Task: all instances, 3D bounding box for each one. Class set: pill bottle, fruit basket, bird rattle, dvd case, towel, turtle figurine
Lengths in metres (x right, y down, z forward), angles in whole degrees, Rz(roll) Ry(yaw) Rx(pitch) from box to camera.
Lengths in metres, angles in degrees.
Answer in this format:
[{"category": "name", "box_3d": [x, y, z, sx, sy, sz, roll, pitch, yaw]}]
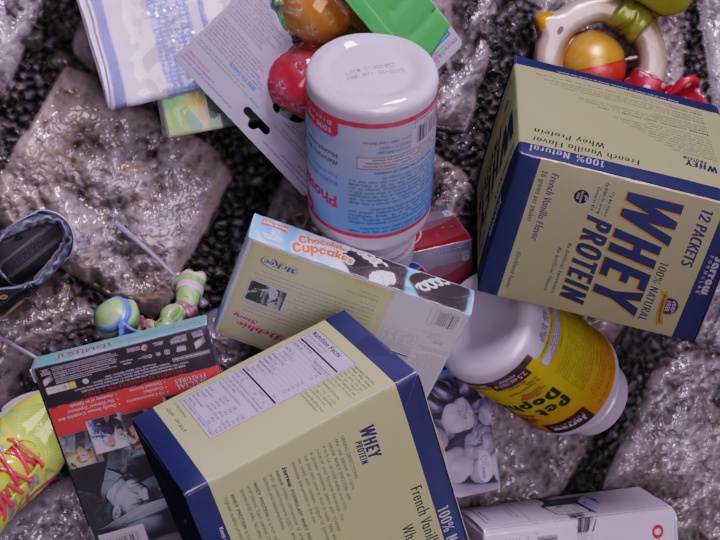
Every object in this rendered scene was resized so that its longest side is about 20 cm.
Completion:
[{"category": "pill bottle", "box_3d": [0.166, 0.084, 1.344, 0.200, 0.109, 0.110, 33, 87, -42]}, {"category": "fruit basket", "box_3d": [-0.033, -0.192, 1.257, 0.200, 0.094, 0.185, -41, 123, 7]}, {"category": "bird rattle", "box_3d": [0.244, -0.195, 1.385, 0.161, 0.113, 0.202, -11, 112, -2]}, {"category": "dvd case", "box_3d": [-0.171, 0.141, 1.194, 0.145, 0.022, 0.202, -15, 117, -2]}, {"category": "pill bottle", "box_3d": [0.008, -0.089, 1.222, 0.108, 0.109, 0.201, -12, 135, -13]}, {"category": "towel", "box_3d": [-0.145, -0.231, 1.258, 0.198, 0.024, 0.148, -16, 101, -14]}, {"category": "turtle figurine", "box_3d": [-0.183, 0.071, 1.292, 0.144, 0.199, 0.194, -55, 128, -26]}]

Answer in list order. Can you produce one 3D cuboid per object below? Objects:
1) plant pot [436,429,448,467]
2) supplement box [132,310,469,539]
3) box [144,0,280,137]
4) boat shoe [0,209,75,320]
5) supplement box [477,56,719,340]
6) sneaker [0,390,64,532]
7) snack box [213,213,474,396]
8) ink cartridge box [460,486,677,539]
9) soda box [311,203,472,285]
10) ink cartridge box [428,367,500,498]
[{"category": "plant pot", "box_3d": [-0.020, 0.185, 1.288, 0.198, 0.027, 0.202, 2, 76, -10]}, {"category": "supplement box", "box_3d": [-0.042, 0.177, 1.157, 0.199, 0.134, 0.201, -27, 120, -16]}, {"category": "box", "box_3d": [-0.093, -0.208, 1.304, 0.198, 0.036, 0.146, -12, 99, -13]}, {"category": "boat shoe", "box_3d": [-0.329, 0.016, 1.233, 0.200, 0.091, 0.071, -40, 98, -9]}, {"category": "supplement box", "box_3d": [0.212, -0.067, 1.275, 0.198, 0.200, 0.135, 13, 121, -3]}, {"category": "sneaker", "box_3d": [-0.316, 0.190, 1.260, 0.078, 0.090, 0.200, 41, 83, -14]}, {"category": "snack box", "box_3d": [-0.016, 0.035, 1.242, 0.198, 0.037, 0.117, 19, 129, -7]}, {"category": "ink cartridge box", "box_3d": [0.201, 0.300, 1.414, 0.198, 0.086, 0.148, -4, 98, -16]}, {"category": "soda box", "box_3d": [0.000, 0.000, 1.326, 0.198, 0.070, 0.064, -12, 126, -13]}, {"category": "ink cartridge box", "box_3d": [0.025, 0.127, 1.370, 0.198, 0.043, 0.200, -10, 100, -13]}]
